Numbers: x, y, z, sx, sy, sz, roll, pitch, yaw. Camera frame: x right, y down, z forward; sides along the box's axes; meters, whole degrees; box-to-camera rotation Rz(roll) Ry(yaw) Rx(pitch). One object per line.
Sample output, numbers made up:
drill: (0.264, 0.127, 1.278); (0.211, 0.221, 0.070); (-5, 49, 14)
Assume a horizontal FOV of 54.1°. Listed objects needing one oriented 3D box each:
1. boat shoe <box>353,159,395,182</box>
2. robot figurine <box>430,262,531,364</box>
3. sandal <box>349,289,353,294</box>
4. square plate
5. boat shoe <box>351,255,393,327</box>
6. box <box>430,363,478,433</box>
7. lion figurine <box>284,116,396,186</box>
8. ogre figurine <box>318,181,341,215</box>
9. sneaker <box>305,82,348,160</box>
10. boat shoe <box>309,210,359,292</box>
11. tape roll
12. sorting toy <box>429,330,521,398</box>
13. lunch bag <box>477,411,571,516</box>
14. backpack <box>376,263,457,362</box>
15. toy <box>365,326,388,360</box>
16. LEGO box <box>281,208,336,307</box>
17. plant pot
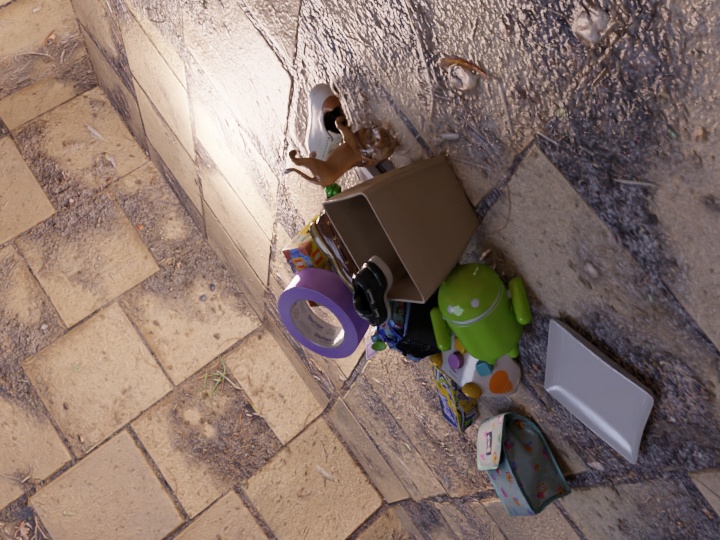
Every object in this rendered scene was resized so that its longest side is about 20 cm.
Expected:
boat shoe: (0.044, -0.153, 1.344); (0.202, 0.071, 0.068); (55, 159, 14)
robot figurine: (0.205, 0.071, 1.204); (0.201, 0.172, 0.117); (53, -150, -34)
sandal: (0.000, 0.000, 1.461); (0.079, 0.054, 0.203); (6, -133, -54)
square plate: (0.379, 0.190, 1.131); (0.198, 0.028, 0.203); (42, 156, 37)
boat shoe: (0.013, 0.047, 1.217); (0.076, 0.060, 0.202); (45, 159, 26)
box: (0.218, 0.277, 1.613); (0.070, 0.064, 0.203); (36, 152, 43)
lion figurine: (-0.037, -0.204, 1.291); (0.123, 0.199, 0.073); (52, -178, 26)
ogre figurine: (-0.009, -0.087, 1.399); (0.196, 0.101, 0.119); (22, 156, -24)
sneaker: (-0.064, -0.270, 1.421); (0.085, 0.072, 0.202); (47, 158, 30)
boat shoe: (-0.015, -0.029, 1.327); (0.201, 0.072, 0.067); (51, 125, 3)
tape roll: (-0.079, 0.094, 1.511); (0.196, 0.066, 0.203); (20, 138, 18)
sorting toy: (0.219, 0.125, 1.359); (0.199, 0.105, 0.184); (40, 137, 38)
lunch bag: (0.321, 0.396, 1.467); (0.203, 0.120, 0.171); (61, 165, 13)
backpack: (0.103, 0.081, 1.382); (0.131, 0.188, 0.200); (15, 161, -8)
toy: (0.028, 0.082, 1.566); (0.115, 0.046, 0.204); (-41, 43, 38)
LEGO box: (-0.069, -0.040, 1.593); (0.076, 0.201, 0.151); (-8, 120, 38)
plant pot: (0.080, -0.083, 1.201); (0.203, 0.176, 0.199); (58, 160, -13)
